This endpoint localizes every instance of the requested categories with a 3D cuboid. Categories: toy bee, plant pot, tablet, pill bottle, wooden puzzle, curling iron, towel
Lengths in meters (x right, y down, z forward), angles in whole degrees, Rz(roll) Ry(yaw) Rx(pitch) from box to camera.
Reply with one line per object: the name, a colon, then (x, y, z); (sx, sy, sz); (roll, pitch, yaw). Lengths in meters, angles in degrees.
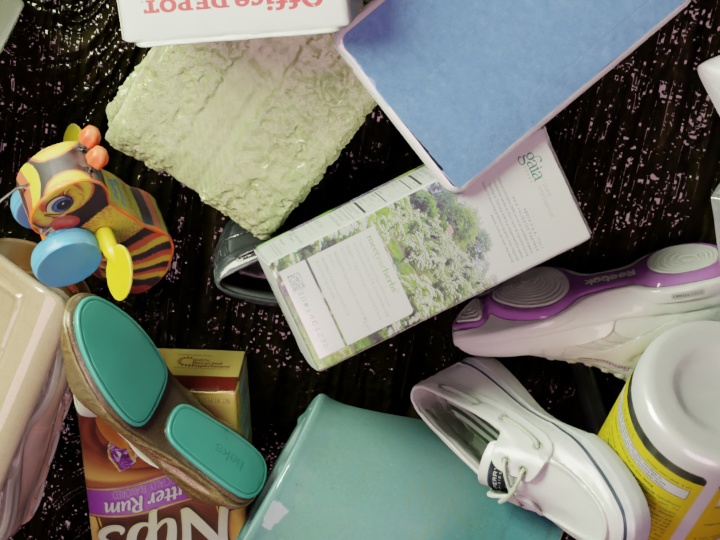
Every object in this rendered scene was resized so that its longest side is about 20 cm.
toy bee: (-0.182, -0.039, 1.710); (0.109, 0.200, 0.131); (-41, 76, 27)
plant pot: (0.019, 0.187, 1.807); (0.187, 0.200, 0.201); (29, 122, -3)
tablet: (0.095, -0.157, 1.625); (0.200, 0.014, 0.130); (-40, 105, -1)
pill bottle: (0.208, 0.129, 1.737); (0.112, 0.113, 0.200); (17, 145, -3)
wooden puzzle: (-0.300, 0.048, 1.802); (0.199, 0.037, 0.186); (32, 112, 20)
curling iron: (0.166, 0.140, 1.849); (0.049, 0.026, 0.201); (-6, 121, 9)
towel: (-0.061, -0.128, 1.696); (0.148, 0.037, 0.200); (33, 112, -7)

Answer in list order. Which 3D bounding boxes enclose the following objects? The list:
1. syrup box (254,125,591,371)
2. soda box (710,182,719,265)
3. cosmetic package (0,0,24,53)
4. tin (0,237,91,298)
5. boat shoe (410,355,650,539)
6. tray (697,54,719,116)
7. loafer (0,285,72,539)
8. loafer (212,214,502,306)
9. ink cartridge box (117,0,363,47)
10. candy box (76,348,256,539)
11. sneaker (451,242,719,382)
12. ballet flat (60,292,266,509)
syrup box: (0.040, -0.019, 1.685); (0.199, 0.081, 0.079); (-27, 100, -4)
soda box: (0.279, 0.019, 1.712); (0.068, 0.064, 0.201); (11, 132, 29)
cosmetic package: (-0.318, -0.119, 1.710); (0.200, 0.104, 0.073); (-37, 110, 27)
tin: (-0.271, 0.060, 1.856); (0.112, 0.042, 0.200); (38, 120, -20)
boat shoe: (0.106, 0.129, 1.724); (0.066, 0.200, 0.074); (-16, 125, -30)
tray: (0.323, -0.119, 1.665); (0.199, 0.022, 0.108); (-21, 116, 20)
loafer: (-0.235, 0.097, 1.824); (0.072, 0.063, 0.201); (27, 112, 23)
loafer: (0.000, 0.000, 1.758); (0.199, 0.071, 0.068); (2, 123, 7)
ink cartridge box: (-0.081, -0.246, 1.586); (0.145, 0.083, 0.201); (-3, 111, 10)
candy box: (-0.135, 0.152, 1.884); (0.116, 0.057, 0.201); (1, 124, 7)
sneaker: (0.161, 0.045, 1.760); (0.199, 0.075, 0.100); (-8, 120, 14)
ballet flat: (-0.148, 0.094, 1.782); (0.072, 0.068, 0.200); (-15, 131, 45)
